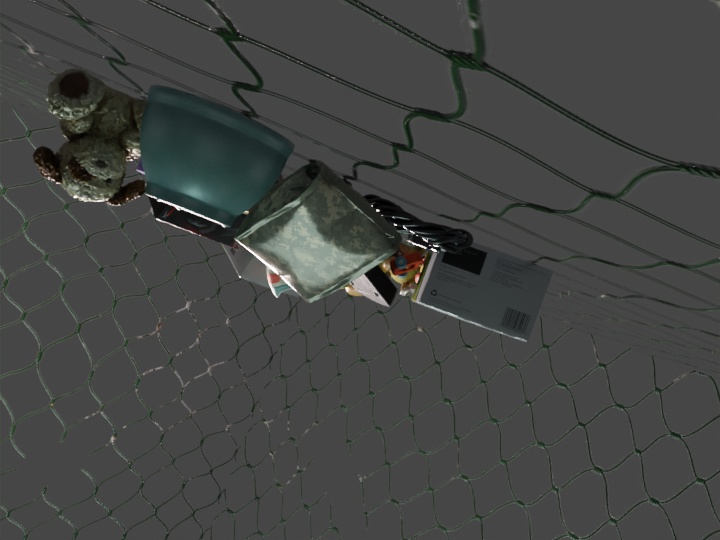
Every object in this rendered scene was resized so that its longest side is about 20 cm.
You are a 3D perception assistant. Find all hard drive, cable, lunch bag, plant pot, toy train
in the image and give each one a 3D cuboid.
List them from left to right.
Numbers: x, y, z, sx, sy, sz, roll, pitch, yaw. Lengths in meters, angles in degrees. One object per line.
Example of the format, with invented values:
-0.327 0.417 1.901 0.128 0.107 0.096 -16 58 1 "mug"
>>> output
-0.201 -0.137 1.046 0.200 0.135 0.200 20 179 0 "plant pot"
-0.054 -0.064 1.157 0.164 0.118 0.200 42 138 -23 "lunch bag"
0.000 0.000 1.565 0.135 0.042 0.200 52 170 -17 "hard drive"
0.086 -0.074 1.256 0.163 0.051 0.200 27 179 -28 "cable"
0.116 -0.014 1.612 0.150 0.056 0.200 -22 161 1 "toy train"

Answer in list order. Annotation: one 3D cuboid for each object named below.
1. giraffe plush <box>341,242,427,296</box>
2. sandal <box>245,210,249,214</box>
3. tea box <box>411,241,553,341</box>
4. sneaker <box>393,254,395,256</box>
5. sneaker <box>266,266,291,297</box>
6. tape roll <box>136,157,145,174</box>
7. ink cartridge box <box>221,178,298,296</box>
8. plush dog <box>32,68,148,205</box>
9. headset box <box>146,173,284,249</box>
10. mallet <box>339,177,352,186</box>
0.055 -0.019 1.742 0.162 0.173 0.200 11 -172 32 "giraffe plush"
-0.112 -0.057 1.361 0.078 0.070 0.211 4 177 45 "sandal"
0.209 0.028 1.432 0.200 0.134 0.197 20 180 1 "tea box"
0.004 -0.088 1.635 0.200 0.075 0.115 31 -173 16 "sneaker"
-0.071 -0.003 1.426 0.199 0.094 0.070 -9 -159 -14 "sneaker"
-0.394 -0.226 1.802 0.200 0.085 0.200 21 178 1 "tape roll"
-0.169 -0.078 1.520 0.144 0.145 0.200 20 -156 -41 "ink cartridge box"
-0.392 -0.187 1.193 0.200 0.172 0.160 21 180 -34 "plush dog"
-0.229 -0.128 1.343 0.200 0.149 0.077 24 -149 -47 "headset box"
-0.016 -0.118 1.285 0.066 0.041 0.200 18 -177 24 "mallet"
